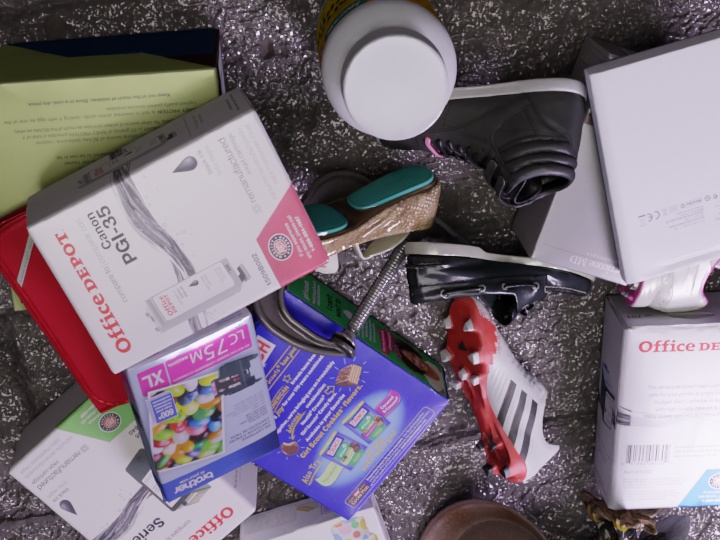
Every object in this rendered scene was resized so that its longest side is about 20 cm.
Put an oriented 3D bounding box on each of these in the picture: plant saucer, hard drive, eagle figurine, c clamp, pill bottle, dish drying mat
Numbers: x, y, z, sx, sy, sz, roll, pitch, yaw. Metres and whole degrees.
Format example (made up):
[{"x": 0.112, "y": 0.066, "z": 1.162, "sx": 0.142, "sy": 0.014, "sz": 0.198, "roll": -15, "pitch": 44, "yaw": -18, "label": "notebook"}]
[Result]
[{"x": 0.140, "y": 0.331, "z": 1.381, "sx": 0.036, "sy": 0.200, "sz": 0.202, "roll": -4, "pitch": 122, "yaw": -49, "label": "plant saucer"}, {"x": 0.276, "y": -0.098, "z": 1.183, "sx": 0.131, "sy": 0.025, "sz": 0.202, "roll": -16, "pitch": 115, "yaw": -1, "label": "hard drive"}, {"x": 0.255, "y": 0.334, "z": 1.387, "sx": 0.150, "sy": 0.151, "sz": 0.202, "roll": 2, "pitch": 94, "yaw": 27, "label": "eagle figurine"}, {"x": 0.000, "y": 0.000, "z": 1.244, "sx": 0.171, "sy": 0.027, "sz": 0.200, "roll": 42, "pitch": 72, "yaw": -12, "label": "c clamp"}, {"x": 0.020, "y": -0.177, "z": 1.125, "sx": 0.112, "sy": 0.200, "sz": 0.114, "roll": -1, "pitch": 113, "yaw": -3, "label": "pill bottle"}, {"x": -0.240, "y": 0.033, "z": 1.146, "sx": 0.076, "sy": 0.018, "sz": 0.201, "roll": -25, "pitch": 117, "yaw": 7, "label": "dish drying mat"}]

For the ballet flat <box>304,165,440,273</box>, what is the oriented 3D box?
[{"x": -0.014, "y": -0.033, "z": 1.202, "sx": 0.198, "sy": 0.071, "sz": 0.066, "roll": -18, "pitch": 123, "yaw": -19, "label": "ballet flat"}]

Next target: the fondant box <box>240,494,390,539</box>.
[{"x": -0.027, "y": 0.333, "z": 1.410, "sx": 0.143, "sy": 0.058, "sz": 0.201, "roll": -18, "pitch": 113, "yaw": 3, "label": "fondant box"}]

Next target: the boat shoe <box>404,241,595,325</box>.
[{"x": 0.130, "y": 0.017, "z": 1.259, "sx": 0.198, "sy": 0.074, "sz": 0.067, "roll": 9, "pitch": 85, "yaw": -30, "label": "boat shoe"}]

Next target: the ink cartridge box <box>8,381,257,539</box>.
[{"x": -0.218, "y": 0.196, "z": 1.325, "sx": 0.145, "sy": 0.084, "sz": 0.200, "roll": -41, "pitch": 109, "yaw": 12, "label": "ink cartridge box"}]

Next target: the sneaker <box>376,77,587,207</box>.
[{"x": 0.103, "y": -0.105, "z": 1.189, "sx": 0.198, "sy": 0.071, "sz": 0.100, "roll": -6, "pitch": 72, "yaw": 23, "label": "sneaker"}]

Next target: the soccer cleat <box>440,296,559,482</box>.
[{"x": 0.140, "y": 0.110, "z": 1.331, "sx": 0.085, "sy": 0.068, "sz": 0.202, "roll": -24, "pitch": 101, "yaw": -29, "label": "soccer cleat"}]

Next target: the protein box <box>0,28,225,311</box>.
[{"x": -0.211, "y": -0.090, "z": 1.178, "sx": 0.196, "sy": 0.135, "sz": 0.202, "roll": -5, "pitch": 114, "yaw": -2, "label": "protein box"}]

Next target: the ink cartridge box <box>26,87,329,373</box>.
[{"x": -0.146, "y": -0.031, "z": 1.080, "sx": 0.199, "sy": 0.083, "sz": 0.147, "roll": -28, "pitch": 113, "yaw": -2, "label": "ink cartridge box"}]

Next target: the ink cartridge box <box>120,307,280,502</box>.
[{"x": -0.139, "y": 0.126, "z": 1.200, "sx": 0.119, "sy": 0.042, "sz": 0.201, "roll": -24, "pitch": 134, "yaw": -18, "label": "ink cartridge box"}]

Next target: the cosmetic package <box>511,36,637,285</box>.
[{"x": 0.225, "y": -0.099, "z": 1.235, "sx": 0.106, "sy": 0.090, "sz": 0.202, "roll": 13, "pitch": 108, "yaw": -12, "label": "cosmetic package"}]

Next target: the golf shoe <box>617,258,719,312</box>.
[{"x": 0.311, "y": -0.054, "z": 1.262, "sx": 0.091, "sy": 0.075, "sz": 0.202, "roll": 16, "pitch": 107, "yaw": -9, "label": "golf shoe"}]

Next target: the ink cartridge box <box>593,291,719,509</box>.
[{"x": 0.314, "y": 0.128, "z": 1.334, "sx": 0.145, "sy": 0.086, "sz": 0.202, "roll": -1, "pitch": 111, "yaw": -3, "label": "ink cartridge box"}]

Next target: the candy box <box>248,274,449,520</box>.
[{"x": -0.042, "y": 0.118, "z": 1.310, "sx": 0.199, "sy": 0.077, "sz": 0.169, "roll": 34, "pitch": 107, "yaw": -17, "label": "candy box"}]
